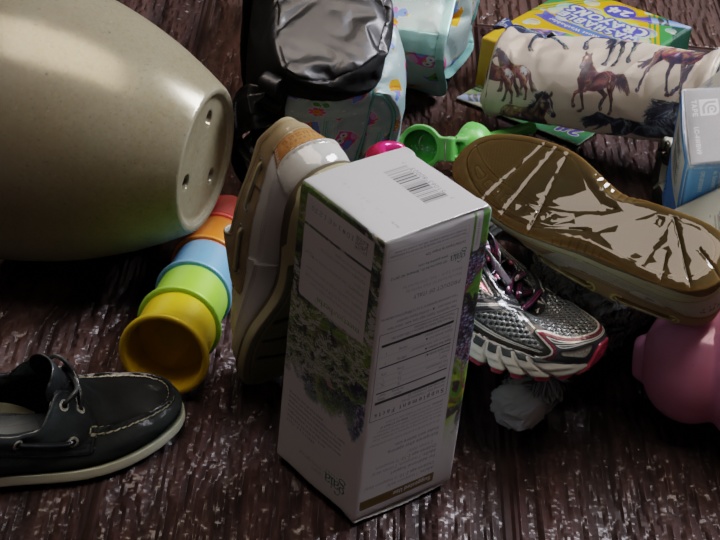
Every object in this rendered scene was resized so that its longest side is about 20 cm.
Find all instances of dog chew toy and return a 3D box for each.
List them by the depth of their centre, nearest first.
[{"bbox_3d":[0.274,0.065,1.175,0.199,0.125,0.125,5,30,14],"label":"dog chew toy"}]

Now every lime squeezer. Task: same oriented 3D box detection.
[{"bbox_3d":[0.061,-0.107,1.484,0.199,0.038,0.071,-5,33,-18],"label":"lime squeezer"}]

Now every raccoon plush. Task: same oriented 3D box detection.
[{"bbox_3d":[0.145,0.036,1.260,0.097,0.134,0.200,41,76,22],"label":"raccoon plush"}]

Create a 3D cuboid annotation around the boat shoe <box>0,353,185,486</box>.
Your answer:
[{"bbox_3d":[-0.196,0.082,1.098,0.199,0.066,0.075,-8,34,-23],"label":"boat shoe"}]

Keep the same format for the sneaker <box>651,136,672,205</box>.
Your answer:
[{"bbox_3d":[0.291,-0.045,1.389,0.089,0.079,0.200,-3,32,-11],"label":"sneaker"}]

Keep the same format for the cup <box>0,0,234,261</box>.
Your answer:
[{"bbox_3d":[-0.170,-0.090,1.253,0.143,0.201,0.200,15,32,13],"label":"cup"}]

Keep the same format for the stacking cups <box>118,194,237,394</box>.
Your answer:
[{"bbox_3d":[-0.107,0.011,1.250,0.060,0.061,0.200,11,27,6],"label":"stacking cups"}]

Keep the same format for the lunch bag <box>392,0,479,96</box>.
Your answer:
[{"bbox_3d":[0.011,-0.226,1.589,0.170,0.122,0.200,12,26,8],"label":"lunch bag"}]

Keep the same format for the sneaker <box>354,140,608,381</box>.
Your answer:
[{"bbox_3d":[0.067,-0.002,1.150,0.200,0.075,0.081,33,31,11],"label":"sneaker"}]

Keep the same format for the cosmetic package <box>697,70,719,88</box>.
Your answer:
[{"bbox_3d":[0.347,-0.082,1.342,0.200,0.105,0.071,41,28,-15],"label":"cosmetic package"}]

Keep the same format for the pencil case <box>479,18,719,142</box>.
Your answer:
[{"bbox_3d":[0.201,-0.154,1.490,0.199,0.078,0.090,10,55,21],"label":"pencil case"}]

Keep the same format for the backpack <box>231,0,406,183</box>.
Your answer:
[{"bbox_3d":[-0.031,-0.134,1.362,0.126,0.200,0.167,4,55,-3],"label":"backpack"}]

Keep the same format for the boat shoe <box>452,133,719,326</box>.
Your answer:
[{"bbox_3d":[0.144,-0.021,1.173,0.200,0.066,0.074,32,66,30],"label":"boat shoe"}]

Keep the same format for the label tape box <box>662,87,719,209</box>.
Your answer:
[{"bbox_3d":[0.310,-0.065,1.240,0.199,0.143,0.066,-4,63,2],"label":"label tape box"}]

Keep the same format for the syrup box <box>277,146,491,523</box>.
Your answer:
[{"bbox_3d":[0.011,0.039,1.079,0.081,0.201,0.079,-19,40,-33],"label":"syrup box"}]

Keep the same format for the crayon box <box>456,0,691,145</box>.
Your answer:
[{"bbox_3d":[0.190,-0.184,1.620,0.125,0.052,0.200,24,36,26],"label":"crayon box"}]

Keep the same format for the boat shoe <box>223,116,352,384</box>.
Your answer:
[{"bbox_3d":[-0.046,-0.011,1.145,0.075,0.200,0.068,-17,56,-33],"label":"boat shoe"}]

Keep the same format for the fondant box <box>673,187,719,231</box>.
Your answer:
[{"bbox_3d":[0.325,-0.012,1.207,0.200,0.144,0.058,19,59,-35],"label":"fondant box"}]

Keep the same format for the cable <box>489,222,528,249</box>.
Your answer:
[{"bbox_3d":[0.112,-0.045,1.339,0.199,0.050,0.097,8,21,-41],"label":"cable"}]
